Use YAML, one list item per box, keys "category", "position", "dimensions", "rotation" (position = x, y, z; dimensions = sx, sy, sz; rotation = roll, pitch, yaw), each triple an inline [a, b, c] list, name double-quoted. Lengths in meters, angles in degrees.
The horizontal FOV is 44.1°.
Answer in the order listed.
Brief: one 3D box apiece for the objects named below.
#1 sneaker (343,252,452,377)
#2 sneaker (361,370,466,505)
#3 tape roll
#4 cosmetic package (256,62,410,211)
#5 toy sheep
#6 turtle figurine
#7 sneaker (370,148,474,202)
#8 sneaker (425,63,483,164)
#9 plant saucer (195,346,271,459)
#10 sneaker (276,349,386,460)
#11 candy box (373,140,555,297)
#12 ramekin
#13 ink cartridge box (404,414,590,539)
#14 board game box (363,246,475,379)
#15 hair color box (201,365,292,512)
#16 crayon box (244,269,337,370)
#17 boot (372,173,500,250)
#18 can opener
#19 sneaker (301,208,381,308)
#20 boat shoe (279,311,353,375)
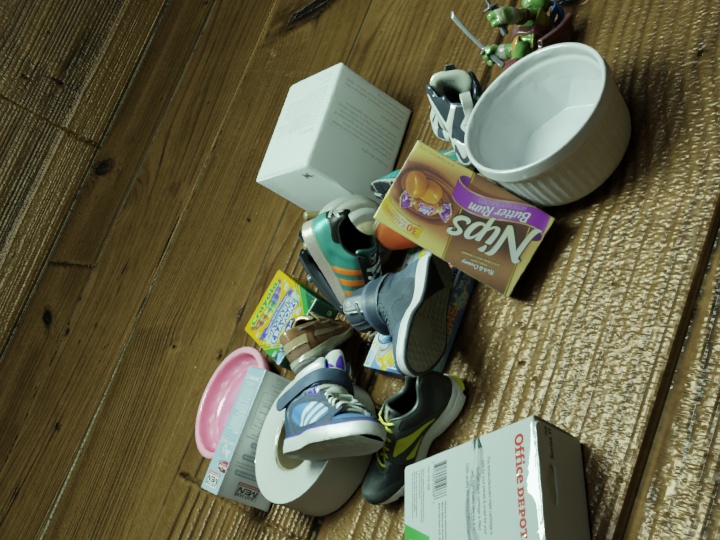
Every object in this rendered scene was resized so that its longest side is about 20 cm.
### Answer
- category: "sneaker"
  position: [0.040, 0.075, 1.167]
  dimensions: [0.146, 0.077, 0.202]
  rotation: [-23, 31, 32]
- category: "sneaker"
  position: [0.049, 0.207, 1.140]
  dimensions: [0.200, 0.085, 0.074]
  rotation: [-59, 31, 5]
- category: "tape roll"
  position: [-0.067, 0.249, 1.288]
  dimensions: [0.202, 0.071, 0.203]
  rotation: [-34, 41, 37]
- category: "cosmetic package"
  position: [-0.045, -0.213, 1.526]
  dimensions: [0.165, 0.165, 0.200]
  rotation: [-7, 59, 53]
- category: "toy sheep"
  position: [-0.016, -0.057, 1.396]
  dimensions: [0.138, 0.138, 0.200]
  rotation: [-60, 26, 3]
- category: "turtle figurine"
  position: [0.194, -0.313, 1.265]
  dimensions: [0.144, 0.200, 0.194]
  rotation: [149, 131, -62]
- category: "sneaker"
  position: [0.100, -0.141, 1.369]
  dimensions: [0.200, 0.078, 0.080]
  rotation: [-12, 39, 44]
- category: "sneaker"
  position: [0.138, -0.249, 1.296]
  dimensions: [0.079, 0.130, 0.199]
  rotation: [-15, 31, 5]
- category: "plant saucer"
  position: [-0.210, 0.232, 1.527]
  dimensions: [0.200, 0.051, 0.201]
  rotation: [-34, 41, 36]
- category: "sneaker"
  position: [-0.033, 0.164, 1.159]
  dimensions: [0.200, 0.080, 0.147]
  rotation: [-26, 49, 51]
- category: "candy box"
  position: [0.131, -0.065, 1.133]
  dimensions: [0.117, 0.200, 0.056]
  rotation: [-59, -7, 4]
- category: "ramekin"
  position: [0.242, -0.175, 1.116]
  dimensions: [0.200, 0.105, 0.200]
  rotation: [-29, 41, 29]
- category: "ink cartridge box"
  position: [0.143, 0.262, 0.961]
  dimensions: [0.200, 0.083, 0.147]
  rotation: [-32, 42, 40]
- category: "board game box"
  position: [0.089, 0.056, 1.246]
  dimensions: [0.135, 0.034, 0.200]
  rotation: [3, 68, 56]
- category: "hair color box"
  position: [-0.159, 0.261, 1.383]
  dimensions: [0.061, 0.099, 0.200]
  rotation: [2, 68, 55]
- category: "crayon box"
  position: [-0.128, 0.080, 1.526]
  dimensions: [0.126, 0.052, 0.200]
  rotation: [-60, 31, 2]
- category: "boot"
  position: [0.098, -0.063, 1.232]
  dimensions: [0.200, 0.075, 0.107]
  rotation: [-20, 30, 28]
- category: "can opener"
  position: [-0.056, 0.010, 1.470]
  dimensions: [0.063, 0.079, 0.200]
  rotation: [-45, 43, 11]
- category: "sneaker"
  position: [0.000, 0.000, 1.281]
  dimensions: [0.080, 0.200, 0.071]
  rotation: [-23, 23, 30]
- category: "boat shoe"
  position: [-0.066, 0.094, 1.327]
  dimensions: [0.076, 0.072, 0.200]
  rotation: [-36, -1, 13]
